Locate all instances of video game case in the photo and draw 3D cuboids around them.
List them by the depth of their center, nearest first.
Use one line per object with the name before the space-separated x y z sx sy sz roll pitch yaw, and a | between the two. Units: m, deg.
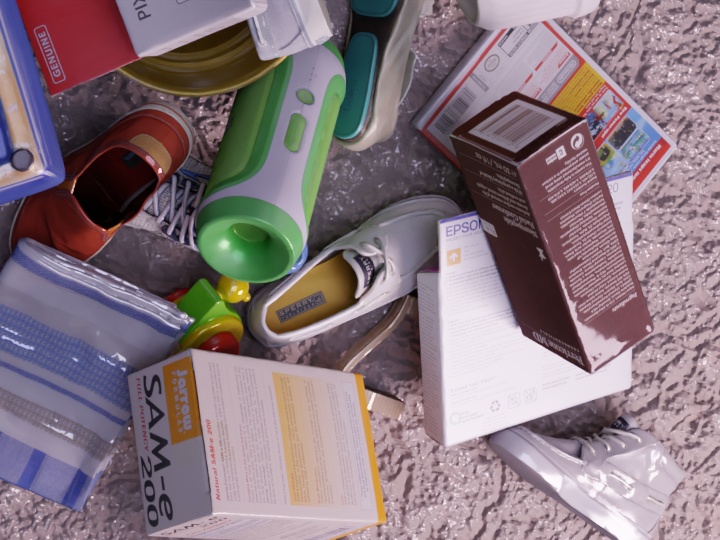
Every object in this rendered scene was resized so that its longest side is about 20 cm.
video game case | 0.155 -0.113 1.608 0.200 0.017 0.143 41 86 -23

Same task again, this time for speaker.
speaker | -0.065 -0.089 1.440 0.088 0.088 0.201 34 46 -23

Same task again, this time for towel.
towel | -0.234 0.082 1.467 0.146 0.024 0.201 26 112 -14

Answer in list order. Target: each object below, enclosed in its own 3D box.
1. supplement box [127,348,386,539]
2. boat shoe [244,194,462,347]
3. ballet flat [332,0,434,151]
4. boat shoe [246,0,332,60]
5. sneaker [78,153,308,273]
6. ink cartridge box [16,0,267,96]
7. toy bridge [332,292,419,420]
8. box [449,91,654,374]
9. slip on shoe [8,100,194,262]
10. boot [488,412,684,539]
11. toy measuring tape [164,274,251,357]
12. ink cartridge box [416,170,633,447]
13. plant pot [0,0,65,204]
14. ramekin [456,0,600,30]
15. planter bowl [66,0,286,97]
supplement box | -0.077 0.138 1.474 0.199 0.073 0.127 13 62 -49
boat shoe | 0.000 0.000 1.542 0.199 0.070 0.071 -27 94 -10
ballet flat | 0.023 -0.192 1.523 0.069 0.069 0.201 11 100 -22
boat shoe | -0.088 -0.244 1.367 0.071 0.070 0.202 -23 98 6
sneaker | -0.124 -0.050 1.483 0.199 0.085 0.077 20 95 -21
ink cartridge box | -0.180 -0.242 1.335 0.175 0.045 0.201 -21 92 13
toy bridge | 0.004 0.104 1.597 0.067 0.027 0.201 20 94 -22
box | 0.149 -0.029 1.494 0.075 0.100 0.201 -34 121 -17
slip on shoe | -0.200 -0.051 1.423 0.074 0.061 0.200 44 127 -14
boot | 0.198 0.159 1.661 0.200 0.073 0.096 38 82 -35
toy measuring tape | -0.152 0.077 1.523 0.073 0.074 0.200 36 105 -23
ink cartridge box | 0.138 0.027 1.593 0.195 0.043 0.201 -14 113 -28
plant pot | -0.321 -0.127 1.343 0.199 0.180 0.201 -19 109 -15
ramekin | 0.103 -0.276 1.461 0.094 0.202 0.203 -20 109 -3
planter bowl | -0.133 -0.233 1.437 0.199 0.083 0.202 -4 101 -20
